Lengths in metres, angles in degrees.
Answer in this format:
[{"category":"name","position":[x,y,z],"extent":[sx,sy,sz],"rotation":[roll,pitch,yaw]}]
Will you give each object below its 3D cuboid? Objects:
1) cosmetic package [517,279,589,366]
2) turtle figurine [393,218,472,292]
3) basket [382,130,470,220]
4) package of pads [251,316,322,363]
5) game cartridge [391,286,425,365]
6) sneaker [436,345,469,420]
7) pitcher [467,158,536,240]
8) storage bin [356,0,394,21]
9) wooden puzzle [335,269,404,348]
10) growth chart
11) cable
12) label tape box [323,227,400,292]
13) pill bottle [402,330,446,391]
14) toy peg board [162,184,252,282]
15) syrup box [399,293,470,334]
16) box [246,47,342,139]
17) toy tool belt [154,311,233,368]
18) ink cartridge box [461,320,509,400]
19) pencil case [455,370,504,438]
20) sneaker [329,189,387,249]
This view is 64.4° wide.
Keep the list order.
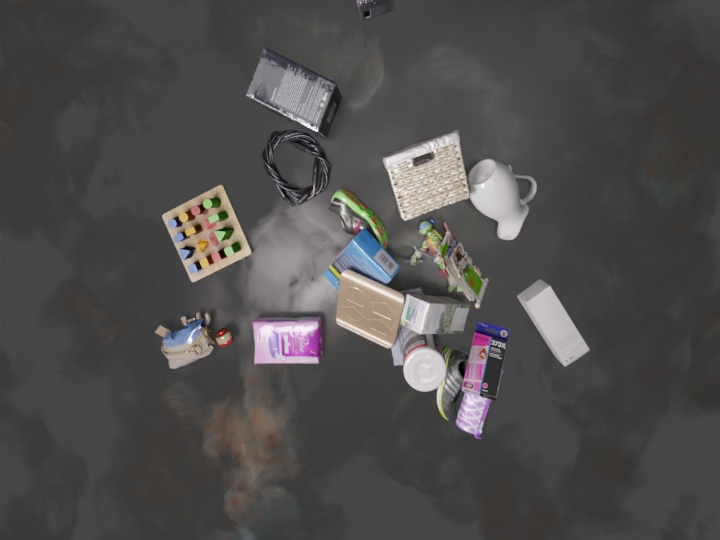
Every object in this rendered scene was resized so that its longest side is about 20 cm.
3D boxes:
[{"category":"cosmetic package","position":[0.509,0.137,1.520],"extent":[0.083,0.108,0.203],"rotation":[-32,97,8]},{"category":"turtle figurine","position":[0.188,-0.015,1.502],"extent":[0.195,0.201,0.143],"rotation":[48,133,-9]},{"category":"basket","position":[0.166,-0.241,1.438],"extent":[0.191,0.200,0.166],"rotation":[-18,100,6]},{"category":"package of pads","position":[-0.202,0.194,1.589],"extent":[0.192,0.076,0.126],"rotation":[-1,102,4]},{"category":"game cartridge","position":[0.138,0.152,1.582],"extent":[0.128,0.041,0.208],"rotation":[-9,98,9]},{"category":"sneaker","position":[0.257,0.315,1.566],"extent":[0.079,0.073,0.209],"rotation":[6,102,35]},{"category":"pitcher","position":[0.366,-0.205,1.456],"extent":[0.199,0.120,0.174],"rotation":[42,81,-37]},{"category":"storage bin","position":[0.017,-0.740,1.400],"extent":[0.090,0.135,0.208],"rotation":[-13,98,6]},{"category":"wooden puzzle","position":[0.026,0.097,1.521],"extent":[0.180,0.047,0.204],"rotation":[23,136,13]},{"category":"growth chart","position":[0.262,-0.005,1.455],"extent":[0.017,0.147,0.201],"rotation":[-26,115,36]},{"category":"cable","position":[-0.173,-0.286,1.526],"extent":[0.160,0.051,0.204],"rotation":[-31,95,7]},{"category":"label tape box","position":[0.000,0.000,1.534],"extent":[0.143,0.066,0.200],"rotation":[44,143,-1]},{"category":"pill bottle","position":[0.161,0.215,1.468],"extent":[0.106,0.201,0.115],"rotation":[1,105,3]},{"category":"toy peg board","position":[-0.426,-0.095,1.547],"extent":[0.194,0.098,0.206],"rotation":[-23,96,7]},{"category":"syrup box","position":[0.196,0.114,1.488],"extent":[0.080,0.196,0.082],"rotation":[22,101,43]},{"category":"box","position":[-0.158,-0.435,1.426],"extent":[0.191,0.200,0.128],"rotation":[24,98,-1]},{"category":"toy tool belt","position":[-0.460,0.177,1.580],"extent":[0.194,0.125,0.126],"rotation":[-23,105,6]},{"category":"ink cartridge box","position":[0.336,0.233,1.523],"extent":[0.091,0.037,0.206],"rotation":[13,64,13]},{"category":"pencil case","position":[0.327,0.353,1.573],"extent":[0.081,0.085,0.207],"rotation":[10,99,-29]},{"category":"sneaker","position":[-0.004,-0.127,1.537],"extent":[0.200,0.077,0.084],"rotation":[46,116,-1]}]
